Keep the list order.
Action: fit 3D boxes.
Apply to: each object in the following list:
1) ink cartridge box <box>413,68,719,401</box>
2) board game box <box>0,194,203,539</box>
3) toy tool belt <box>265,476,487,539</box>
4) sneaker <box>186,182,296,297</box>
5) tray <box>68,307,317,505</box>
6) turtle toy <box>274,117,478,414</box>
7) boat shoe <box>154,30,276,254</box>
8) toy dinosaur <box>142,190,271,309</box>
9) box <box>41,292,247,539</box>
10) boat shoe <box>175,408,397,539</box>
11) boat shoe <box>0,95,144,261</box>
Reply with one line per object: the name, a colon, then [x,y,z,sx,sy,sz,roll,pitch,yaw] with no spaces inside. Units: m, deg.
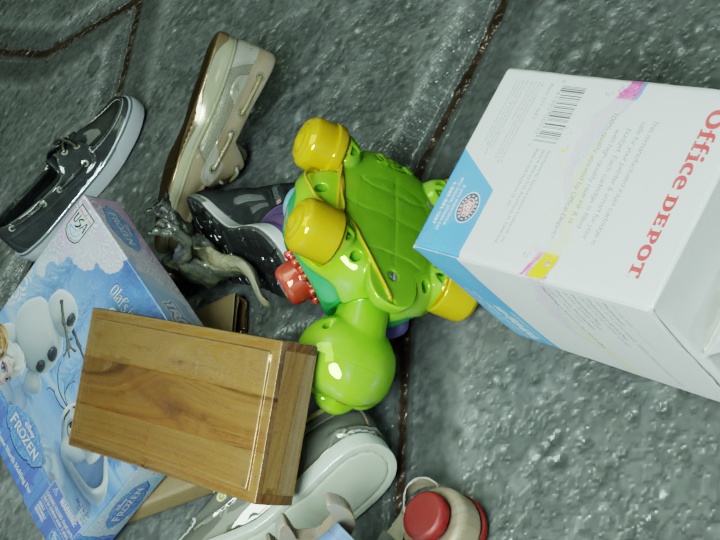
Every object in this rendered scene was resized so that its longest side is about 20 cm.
ink cartridge box: [0.157,-0.019,0.664,0.199,0.125,0.129,19,75,48]
board game box: [-0.209,0.083,0.908,0.199,0.043,0.200,-50,60,17]
toy tool belt: [-0.018,0.196,0.672,0.201,0.123,0.125,-55,40,-4]
sneaker: [-0.068,-0.035,0.948,0.087,0.076,0.199,-31,27,-21]
tray: [-0.117,0.085,0.781,0.199,0.037,0.100,6,85,44]
turtle toy: [0.000,0.000,0.798,0.101,0.145,0.201,-45,30,42]
boat shoe: [-0.130,-0.104,1.037,0.072,0.064,0.202,-139,67,-71]
toy dinosaur: [-0.132,-0.015,0.936,0.047,0.088,0.199,-46,22,-18]
box: [-0.174,0.122,0.950,0.199,0.021,0.165,-24,48,28]
boat shoe: [-0.067,0.164,0.784,0.201,0.072,0.060,-38,40,6]
boat shoe: [-0.296,-0.101,1.200,0.201,0.057,0.068,-55,40,-3]
